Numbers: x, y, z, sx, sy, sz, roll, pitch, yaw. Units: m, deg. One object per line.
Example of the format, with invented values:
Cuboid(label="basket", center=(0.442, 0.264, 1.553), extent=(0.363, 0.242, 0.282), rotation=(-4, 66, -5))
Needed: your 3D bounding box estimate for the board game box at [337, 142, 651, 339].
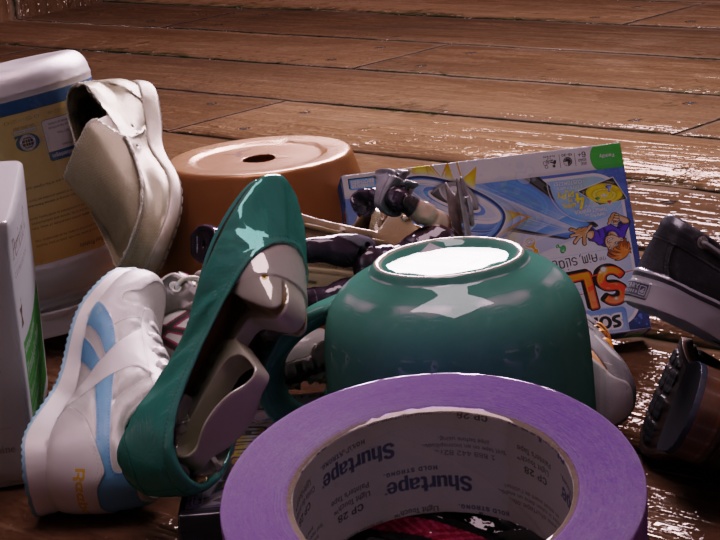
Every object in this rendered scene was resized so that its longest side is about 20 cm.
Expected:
Cuboid(label="board game box", center=(0.092, -0.009, 1.474), extent=(0.199, 0.136, 0.034), rotation=(-8, -11, -6))

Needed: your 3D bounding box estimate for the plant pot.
Cuboid(label="plant pot", center=(-0.068, -0.017, 1.551), extent=(0.199, 0.141, 0.200), rotation=(-5, 15, 1))

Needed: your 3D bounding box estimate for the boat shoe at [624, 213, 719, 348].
Cuboid(label="boat shoe", center=(0.248, 0.025, 1.257), extent=(0.199, 0.068, 0.072), rotation=(24, -2, -20))

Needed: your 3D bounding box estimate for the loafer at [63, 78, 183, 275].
Cuboid(label="loafer", center=(-0.174, -0.065, 1.508), extent=(0.068, 0.076, 0.200), rotation=(10, 36, -23))

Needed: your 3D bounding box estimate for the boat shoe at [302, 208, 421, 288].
Cuboid(label="boat shoe", center=(0.017, -0.011, 1.389), extent=(0.199, 0.065, 0.071), rotation=(4, -3, -27))

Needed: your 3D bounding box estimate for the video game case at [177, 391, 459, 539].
Cuboid(label="video game case", center=(-0.011, 0.111, 1.265), extent=(0.180, 0.026, 0.200), rotation=(-5, 14, 1))

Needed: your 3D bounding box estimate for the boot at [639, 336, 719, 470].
Cuboid(label="boot", center=(0.219, 0.091, 1.229), extent=(0.097, 0.075, 0.200), rotation=(21, 5, 1))

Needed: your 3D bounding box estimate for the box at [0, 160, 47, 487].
Cuboid(label="box", center=(-0.309, 0.036, 1.368), extent=(0.199, 0.172, 0.199), rotation=(-7, 15, -4))

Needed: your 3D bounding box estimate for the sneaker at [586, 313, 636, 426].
Cuboid(label="sneaker", center=(0.128, 0.055, 1.337), extent=(0.077, 0.079, 0.200), rotation=(-5, 13, -19))

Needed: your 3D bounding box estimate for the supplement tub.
Cuboid(label="supplement tub", center=(-0.255, -0.056, 1.615), extent=(0.144, 0.201, 0.145), rotation=(-13, 10, 2))

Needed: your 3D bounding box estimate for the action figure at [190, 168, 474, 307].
Cuboid(label="action figure", center=(0.000, 0.000, 1.318), extent=(0.199, 0.131, 0.069), rotation=(-1, -14, -21))

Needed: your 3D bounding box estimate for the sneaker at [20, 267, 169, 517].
Cuboid(label="sneaker", center=(-0.142, 0.075, 1.301), extent=(0.080, 0.077, 0.200), rotation=(0, 41, 12))

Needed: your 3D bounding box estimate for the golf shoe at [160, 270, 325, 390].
Cuboid(label="golf shoe", center=(-0.099, 0.041, 1.386), extent=(0.199, 0.088, 0.077), rotation=(-3, -3, 31))

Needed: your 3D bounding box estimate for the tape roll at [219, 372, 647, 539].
Cuboid(label="tape roll", center=(0.036, 0.129, 1.004), extent=(0.199, 0.066, 0.200), rotation=(-4, 31, 2))

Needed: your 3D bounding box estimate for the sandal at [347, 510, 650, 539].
Cuboid(label="sandal", center=(0.050, 0.136, 1.105), extent=(0.199, 0.045, 0.075), rotation=(-5, 16, 3))

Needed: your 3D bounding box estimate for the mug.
Cuboid(label="mug", center=(0.040, 0.048, 1.209), extent=(0.184, 0.115, 0.152), rotation=(-9, 16, -12))

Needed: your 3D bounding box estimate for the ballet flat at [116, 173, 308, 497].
Cuboid(label="ballet flat", center=(-0.067, 0.041, 1.205), extent=(0.070, 0.201, 0.067), rotation=(14, -16, 43))
